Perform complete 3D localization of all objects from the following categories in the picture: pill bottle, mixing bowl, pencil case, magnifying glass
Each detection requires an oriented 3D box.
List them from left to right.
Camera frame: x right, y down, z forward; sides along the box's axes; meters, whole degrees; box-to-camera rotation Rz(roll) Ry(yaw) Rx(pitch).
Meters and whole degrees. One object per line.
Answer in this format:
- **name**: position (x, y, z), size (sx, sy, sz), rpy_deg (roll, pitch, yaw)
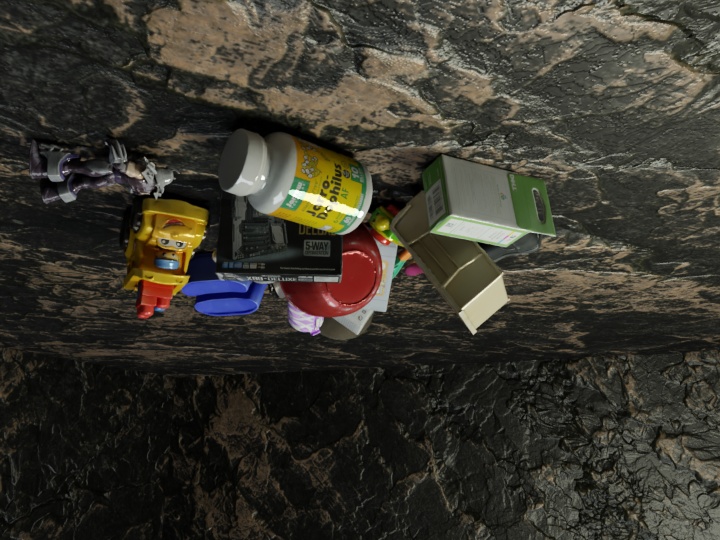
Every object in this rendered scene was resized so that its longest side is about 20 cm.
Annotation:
- **pill bottle**: position (-0.090, -0.125, 0.833), size (0.199, 0.114, 0.112), rpy_deg (14, 159, -37)
- **pencil case**: position (-0.103, 0.051, 1.203), size (0.083, 0.086, 0.201), rpy_deg (-20, 149, -21)
- **mixing bowl**: position (-0.035, 0.001, 1.055), size (0.198, 0.202, 0.108), rpy_deg (9, -171, -28)
- **magnifying glass**: position (0.074, -0.014, 1.242), size (0.079, 0.023, 0.200), rpy_deg (-12, 154, -47)

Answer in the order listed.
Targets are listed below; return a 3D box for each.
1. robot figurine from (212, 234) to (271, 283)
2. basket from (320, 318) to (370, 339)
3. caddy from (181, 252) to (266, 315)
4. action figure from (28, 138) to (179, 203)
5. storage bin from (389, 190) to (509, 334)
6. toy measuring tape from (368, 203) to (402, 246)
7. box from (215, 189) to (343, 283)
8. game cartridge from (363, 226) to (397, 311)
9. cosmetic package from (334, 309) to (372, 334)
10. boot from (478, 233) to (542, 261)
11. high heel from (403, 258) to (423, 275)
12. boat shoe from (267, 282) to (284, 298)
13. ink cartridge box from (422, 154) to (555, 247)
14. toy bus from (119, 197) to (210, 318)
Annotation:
- **robot figurine**: position (-0.191, -0.042, 1.109), size (0.168, 0.114, 0.200), rpy_deg (-16, 161, 9)
- **basket**: position (-0.032, 0.085, 1.515), size (0.178, 0.137, 0.200), rpy_deg (0, 160, -14)
- **caddy**: position (-0.305, 0.023, 1.353), size (0.198, 0.106, 0.142), rpy_deg (-4, 141, 15)
- **action figure**: position (-0.365, -0.143, 0.867), size (0.198, 0.070, 0.130), rpy_deg (-1, 157, -9)
- **storage bin**: position (0.154, -0.012, 1.017), size (0.094, 0.199, 0.200), rpy_deg (-40, 158, 4)
- **toy measuring tape**: position (0.064, -0.079, 1.088), size (0.073, 0.074, 0.200), rpy_deg (-7, 173, 23)
- **box**: position (-0.127, -0.063, 0.966), size (0.198, 0.159, 0.050), rpy_deg (2, 164, -3)
- **game cartridge**: position (0.000, 0.000, 1.201), size (0.132, 0.042, 0.201), rpy_deg (4, 131, -3)
- **cosmetic package**: position (-0.065, 0.052, 1.332), size (0.199, 0.072, 0.102), rpy_deg (34, 164, 4)
- **boot**: position (0.230, -0.072, 1.088), size (0.163, 0.066, 0.200), rpy_deg (-16, 160, 25)
- **high heel**: position (0.153, -0.002, 1.245), size (0.096, 0.067, 0.200), rpy_deg (45, 164, 2)
- **boat shoe**: position (-0.116, -0.029, 1.252), size (0.199, 0.093, 0.075), rpy_deg (-27, 152, -6)
- **ink cartridge box**: position (0.197, -0.100, 0.917), size (0.198, 0.105, 0.059), rpy_deg (8, 153, -25)
- **toy bus**: position (-0.358, -0.016, 1.068), size (0.135, 0.194, 0.200), rpy_deg (11, 159, -29)
